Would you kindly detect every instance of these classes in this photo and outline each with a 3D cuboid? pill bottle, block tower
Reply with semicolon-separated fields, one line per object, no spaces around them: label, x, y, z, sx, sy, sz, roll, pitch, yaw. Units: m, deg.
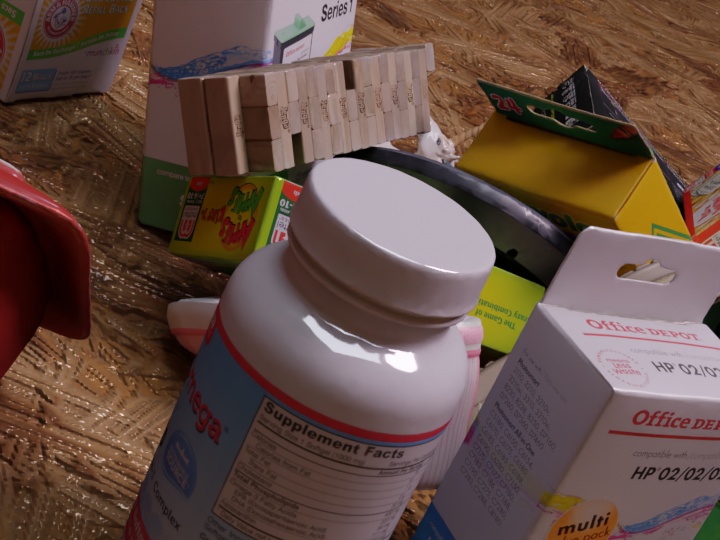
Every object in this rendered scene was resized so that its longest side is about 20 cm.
pill bottle;-0.021;0.060;0.598;0.107;0.202;0.109;21;24;-10
block tower;-0.024;-0.097;0.839;0.053;0.059;0.199;3;15;32

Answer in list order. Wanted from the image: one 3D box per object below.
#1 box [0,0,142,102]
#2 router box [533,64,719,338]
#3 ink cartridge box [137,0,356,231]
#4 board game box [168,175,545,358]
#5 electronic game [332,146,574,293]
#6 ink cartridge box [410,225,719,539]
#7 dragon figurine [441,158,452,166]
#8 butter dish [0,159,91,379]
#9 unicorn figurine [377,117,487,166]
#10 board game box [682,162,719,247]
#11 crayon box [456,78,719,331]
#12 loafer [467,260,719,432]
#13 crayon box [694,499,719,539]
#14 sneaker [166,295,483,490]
box;-0.266;-0.216;1.019;0.199;0.102;0.112;36;26;20
router box;0.218;-0.050;1.117;0.200;0.062;0.150;47;21;-13
ink cartridge box;-0.068;-0.134;0.917;0.083;0.203;0.145;15;21;18
board game box;0.000;0.000;0.829;0.198;0.048;0.101;21;-9;-33
electronic game;0.066;-0.019;0.914;0.198;0.042;0.200;26;-15;8
ink cartridge box;0.116;0.085;0.680;0.114;0.202;0.068;6;30;-35
dragon figurine;0.078;-0.030;1.036;0.198;0.059;0.099;29;25;7
butter dish;-0.223;0.016;0.580;0.198;0.149;0.200;25;-19;-3
unicorn figurine;-0.009;-0.103;1.098;0.137;0.074;0.199;43;43;13
board game box;0.286;0.007;0.991;0.152;0.046;0.200;54;16;-2
crayon box;0.142;-0.028;0.898;0.126;0.051;0.200;23;-21;42
loafer;0.127;0.059;0.801;0.069;0.199;0.076;57;4;10
crayon box;0.222;0.120;0.883;0.198;0.059;0.119;19;26;-13
sneaker;-0.026;0.067;0.749;0.198;0.106;0.075;6;7;37
